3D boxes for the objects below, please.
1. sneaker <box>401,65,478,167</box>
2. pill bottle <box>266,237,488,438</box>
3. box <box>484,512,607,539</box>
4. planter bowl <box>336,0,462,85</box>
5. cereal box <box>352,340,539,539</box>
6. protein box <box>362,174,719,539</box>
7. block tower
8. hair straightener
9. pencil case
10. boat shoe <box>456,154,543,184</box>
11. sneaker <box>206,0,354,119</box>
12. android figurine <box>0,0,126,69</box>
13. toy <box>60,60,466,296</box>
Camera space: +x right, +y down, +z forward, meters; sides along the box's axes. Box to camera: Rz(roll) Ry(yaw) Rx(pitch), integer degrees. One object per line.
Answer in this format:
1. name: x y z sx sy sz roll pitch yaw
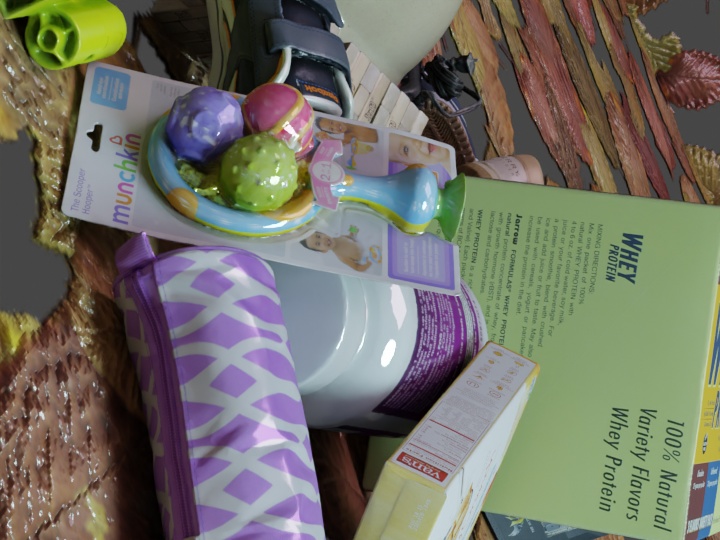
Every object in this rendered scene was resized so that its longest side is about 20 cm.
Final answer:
1. sneaker: 0.063 -0.062 1.441 0.109 0.070 0.201 -108 179 -61
2. pill bottle: -0.009 0.032 1.045 0.200 0.112 0.113 21 50 -68
3. box: 0.137 0.095 1.338 0.201 0.157 0.051 63 18 -17
4. planter bowl: 0.005 -0.234 1.258 0.200 0.134 0.200 50 11 -13
5. cereal box: 0.033 0.133 1.009 0.039 0.145 0.200 25 22 10
6. protein box: 0.127 0.052 1.179 0.135 0.198 0.200 10 88 -70
7. block tower: -0.040 -0.121 1.144 0.200 0.058 0.054 43 62 -37
8. hair straightener: 0.047 -0.151 1.357 0.200 0.076 0.041 -108 -170 -67
9. pencil case: -0.066 0.085 0.877 0.085 0.084 0.201 16 51 -41
10. boat shoe: 0.108 0.007 1.383 0.074 0.069 0.201 40 -38 45
11. sneaker: -0.041 -0.121 1.053 0.078 0.079 0.202 12 81 -42
12. android figurine: -0.164 -0.191 0.951 0.183 0.041 0.200 67 18 -7
13. toy: -0.040 -0.058 0.947 0.199 0.047 0.116 14 43 -13
